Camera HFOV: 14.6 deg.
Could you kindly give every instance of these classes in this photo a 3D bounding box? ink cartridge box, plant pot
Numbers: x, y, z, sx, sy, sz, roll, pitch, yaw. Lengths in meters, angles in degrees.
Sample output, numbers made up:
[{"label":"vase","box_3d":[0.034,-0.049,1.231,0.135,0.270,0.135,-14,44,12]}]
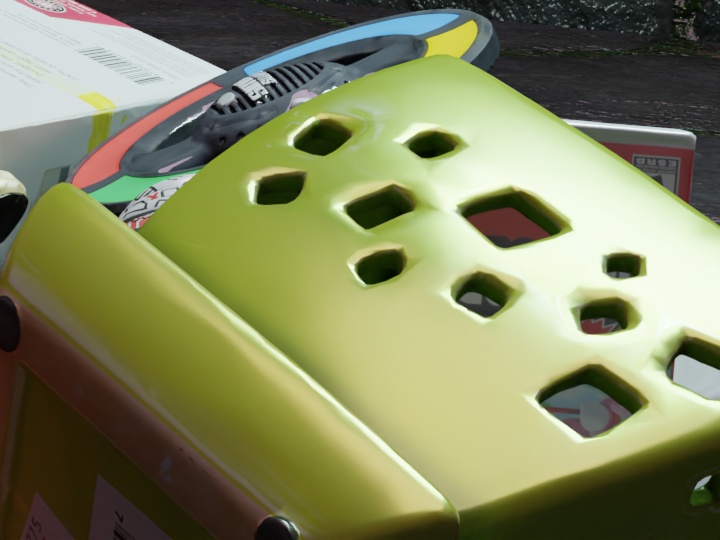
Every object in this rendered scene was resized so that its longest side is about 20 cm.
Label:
[{"label":"ink cartridge box","box_3d":[-0.178,-0.071,1.352,0.145,0.083,0.200,28,23,27]},{"label":"plant pot","box_3d":[0.002,0.077,0.779,0.181,0.200,0.199,-13,38,-38]}]

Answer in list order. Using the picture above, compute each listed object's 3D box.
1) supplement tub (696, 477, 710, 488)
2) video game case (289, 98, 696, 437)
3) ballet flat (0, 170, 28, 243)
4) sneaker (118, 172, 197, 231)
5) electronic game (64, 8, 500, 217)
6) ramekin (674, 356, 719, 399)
[{"label":"supplement tub","box_3d":[0.185,0.126,0.861,0.122,0.123,0.200,-5,16,-40]},{"label":"video game case","box_3d":[0.038,0.044,0.993,0.143,0.200,0.017,5,6,-2]},{"label":"ballet flat","box_3d":[-0.238,0.000,1.226,0.200,0.057,0.066,-25,-25,7]},{"label":"sneaker","box_3d":[-0.001,-0.001,1.062,0.201,0.067,0.108,1,15,-1]},{"label":"electronic game","box_3d":[-0.035,-0.065,1.207,0.200,0.042,0.200,-20,17,7]},{"label":"ramekin","box_3d":[0.044,0.075,1.110,0.202,0.094,0.202,5,11,-1]}]
